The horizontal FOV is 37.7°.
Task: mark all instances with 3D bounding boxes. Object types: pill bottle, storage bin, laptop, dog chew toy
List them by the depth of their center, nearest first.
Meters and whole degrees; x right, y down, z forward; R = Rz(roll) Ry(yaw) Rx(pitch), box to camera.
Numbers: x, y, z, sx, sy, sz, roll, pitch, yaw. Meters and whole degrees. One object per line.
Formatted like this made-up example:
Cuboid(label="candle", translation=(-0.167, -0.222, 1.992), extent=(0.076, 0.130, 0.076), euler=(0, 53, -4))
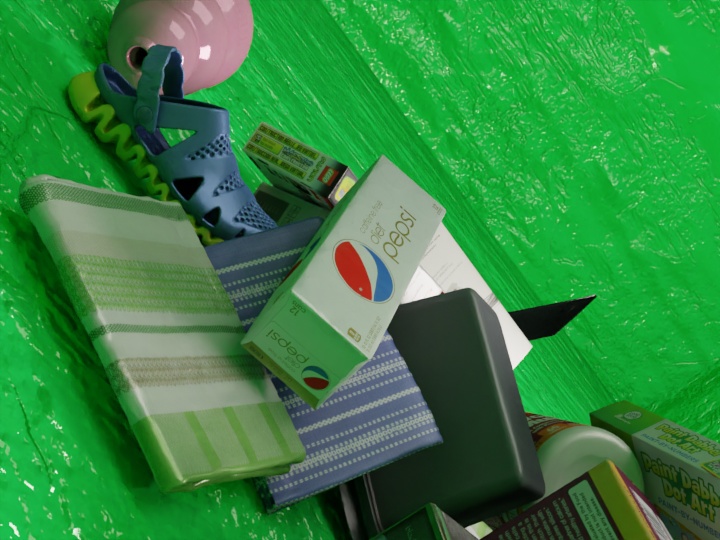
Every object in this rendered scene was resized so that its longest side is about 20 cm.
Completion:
Cuboid(label="storage bin", translation=(0.052, 0.109, 0.813), extent=(0.145, 0.133, 0.202), euler=(39, 34, -62))
Cuboid(label="pill bottle", translation=(0.152, 0.182, 0.926), extent=(0.110, 0.109, 0.200), euler=(53, -15, -10))
Cuboid(label="dog chew toy", translation=(-0.170, -0.216, 0.961), extent=(0.125, 0.124, 0.200), euler=(52, 20, -15))
Cuboid(label="laptop", translation=(0.171, 0.032, 1.373), extent=(0.200, 0.116, 0.187), euler=(43, -19, 8))

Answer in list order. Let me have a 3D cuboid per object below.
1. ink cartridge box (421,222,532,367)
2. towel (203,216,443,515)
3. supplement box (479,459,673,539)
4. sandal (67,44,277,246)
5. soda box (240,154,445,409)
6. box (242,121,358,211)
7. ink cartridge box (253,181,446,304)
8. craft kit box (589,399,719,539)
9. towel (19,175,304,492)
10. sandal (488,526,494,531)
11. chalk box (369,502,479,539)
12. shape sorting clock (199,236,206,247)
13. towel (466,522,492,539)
Cuboid(label="ink cartridge box", translation=(0.089, 0.039, 1.244), extent=(0.200, 0.083, 0.146), euler=(52, -17, -21))
Cuboid(label="towel", translation=(-0.045, 0.058, 0.743), extent=(0.201, 0.144, 0.024), euler=(61, -31, 20))
Cuboid(label="supplement box", translation=(0.131, 0.247, 0.714), extent=(0.103, 0.199, 0.131), euler=(43, 17, -43))
Cuboid(label="sandal", translation=(-0.132, -0.095, 0.815), extent=(0.200, 0.087, 0.080), euler=(47, 13, -9))
Cuboid(label="soda box", translation=(-0.006, 0.001, 0.726), extent=(0.068, 0.064, 0.200), euler=(41, 35, -7))
Cuboid(label="box", translation=(-0.028, -0.063, 1.032), extent=(0.110, 0.035, 0.200), euler=(30, -10, 28))
Cuboid(label="ink cartridge box", translation=(0.000, 0.000, 1.015), extent=(0.199, 0.044, 0.174), euler=(26, -13, 44))
Cuboid(label="craft kit box", translation=(0.269, 0.227, 0.855), extent=(0.200, 0.048, 0.200), euler=(-157, -124, -68))
Cuboid(label="towel", translation=(-0.120, 0.039, 0.640), extent=(0.201, 0.031, 0.149), euler=(61, 22, 18))
Cuboid(label="sandal", translation=(0.112, 0.182, 1.100), extent=(0.054, 0.080, 0.202), euler=(-3, 63, -35))
Cuboid(label="chalk box", translation=(0.034, 0.226, 0.583), extent=(0.200, 0.123, 0.125), euler=(43, 18, -43))
Cuboid(label="shape sorting clock", translation=(-0.069, 0.038, 0.867), extent=(0.201, 0.039, 0.200), euler=(53, 12, -16))
Cuboid(label="towel", translation=(0.087, 0.237, 0.975), extent=(0.150, 0.031, 0.200), euler=(57, 12, -2))
